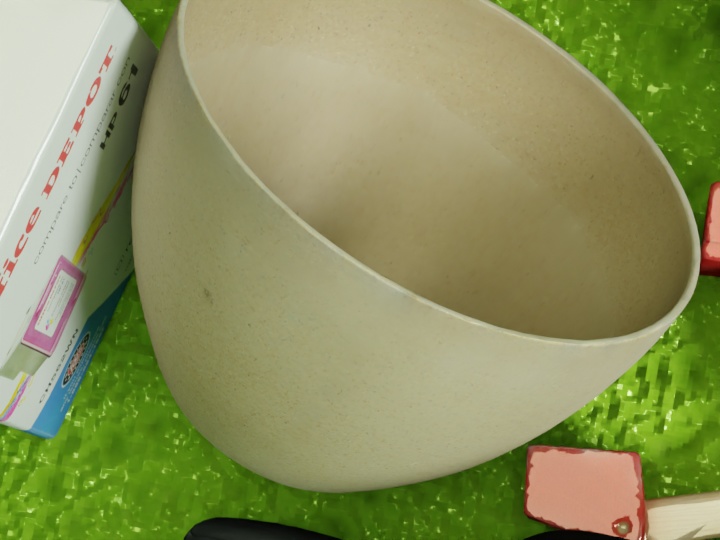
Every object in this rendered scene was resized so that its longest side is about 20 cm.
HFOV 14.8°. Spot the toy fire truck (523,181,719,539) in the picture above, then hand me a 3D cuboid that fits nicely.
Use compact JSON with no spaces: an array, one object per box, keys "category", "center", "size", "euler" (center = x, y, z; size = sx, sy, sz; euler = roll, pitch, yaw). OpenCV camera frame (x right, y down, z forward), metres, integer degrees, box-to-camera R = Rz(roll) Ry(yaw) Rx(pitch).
[{"category":"toy fire truck","center":[0.165,0.040,1.005],"size":[0.200,0.049,0.141],"euler":[7,83,6]}]

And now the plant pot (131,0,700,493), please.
[{"category":"plant pot","center":[0.000,0.000,0.974],"size":[0.200,0.200,0.135],"euler":[38,123,10]}]

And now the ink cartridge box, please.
[{"category":"ink cartridge box","center":[-0.133,-0.026,0.969],"size":[0.085,0.200,0.145],"euler":[24,86,9]}]

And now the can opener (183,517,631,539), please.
[{"category":"can opener","center":[0.020,0.124,0.979],"size":[0.200,0.079,0.064],"euler":[1,98,32]}]
